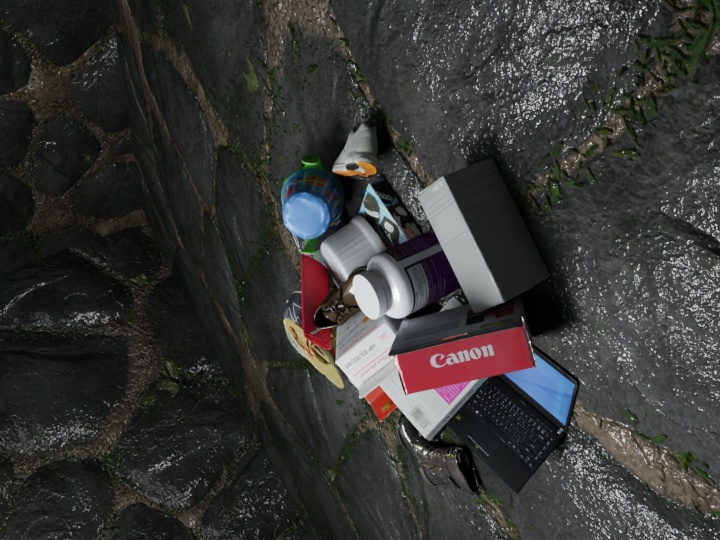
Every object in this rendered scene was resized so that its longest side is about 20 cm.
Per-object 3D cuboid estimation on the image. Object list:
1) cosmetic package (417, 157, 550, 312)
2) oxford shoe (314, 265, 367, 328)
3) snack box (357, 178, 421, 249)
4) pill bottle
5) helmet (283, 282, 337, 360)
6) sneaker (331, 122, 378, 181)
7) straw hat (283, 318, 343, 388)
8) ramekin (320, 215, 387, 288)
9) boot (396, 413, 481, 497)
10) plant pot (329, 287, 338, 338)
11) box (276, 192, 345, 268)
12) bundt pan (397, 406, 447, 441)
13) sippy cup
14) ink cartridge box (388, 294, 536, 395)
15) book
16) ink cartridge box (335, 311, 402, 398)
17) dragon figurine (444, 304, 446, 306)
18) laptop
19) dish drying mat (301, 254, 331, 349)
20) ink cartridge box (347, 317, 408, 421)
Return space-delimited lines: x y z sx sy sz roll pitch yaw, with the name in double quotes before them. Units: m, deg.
"cosmetic package" 0.182 -0.052 0.922 0.090 0.106 0.202 -28 84 62
"oxford shoe" -0.022 0.060 1.141 0.073 0.084 0.200 44 138 -2
"snack box" 0.068 -0.065 1.207 0.201 0.037 0.117 57 155 19
"pill bottle" 0.088 0.007 1.040 0.112 0.198 0.114 43 145 40
"helmet" -0.081 0.126 1.468 0.200 0.189 0.202 46 151 36
"sneaker" -0.002 -0.229 1.196 0.200 0.075 0.093 -174 95 -74
"straw hat" -0.073 0.146 1.316 0.201 0.085 0.202 44 161 20
"ramekin" 0.000 0.000 1.268 0.202 0.097 0.201 58 169 17
"boot" 0.174 0.396 1.360 0.202 0.069 0.174 59 152 0
"plant pot" -0.006 0.098 1.333 0.200 0.198 0.028 50 122 32
"box" -0.101 -0.099 1.414 0.203 0.105 0.122 70 163 -6
"bundt pan" 0.113 0.242 1.256 0.202 0.076 0.202 48 -178 -3
"sippy cup" -0.102 -0.130 1.258 0.179 0.138 0.131 56 -165 -19
"ink cartridge box" 0.153 0.114 0.929 0.176 0.197 0.085 -44 -63 -72
"book" 0.139 0.164 1.047 0.134 0.200 0.048 44 -179 36
"ink cartridge box" 0.019 0.129 1.111 0.068 0.115 0.200 49 -170 -14
"dragon figurine" 0.166 0.172 1.140 0.059 0.099 0.203 16 125 57
"laptop" 0.243 0.224 1.030 0.177 0.201 0.103 41 -179 43
"dish drying mat" -0.088 0.060 1.254 0.018 0.076 0.202 -34 42 31
"ink cartridge box" 0.053 0.170 1.163 0.050 0.162 0.200 47 180 -20
